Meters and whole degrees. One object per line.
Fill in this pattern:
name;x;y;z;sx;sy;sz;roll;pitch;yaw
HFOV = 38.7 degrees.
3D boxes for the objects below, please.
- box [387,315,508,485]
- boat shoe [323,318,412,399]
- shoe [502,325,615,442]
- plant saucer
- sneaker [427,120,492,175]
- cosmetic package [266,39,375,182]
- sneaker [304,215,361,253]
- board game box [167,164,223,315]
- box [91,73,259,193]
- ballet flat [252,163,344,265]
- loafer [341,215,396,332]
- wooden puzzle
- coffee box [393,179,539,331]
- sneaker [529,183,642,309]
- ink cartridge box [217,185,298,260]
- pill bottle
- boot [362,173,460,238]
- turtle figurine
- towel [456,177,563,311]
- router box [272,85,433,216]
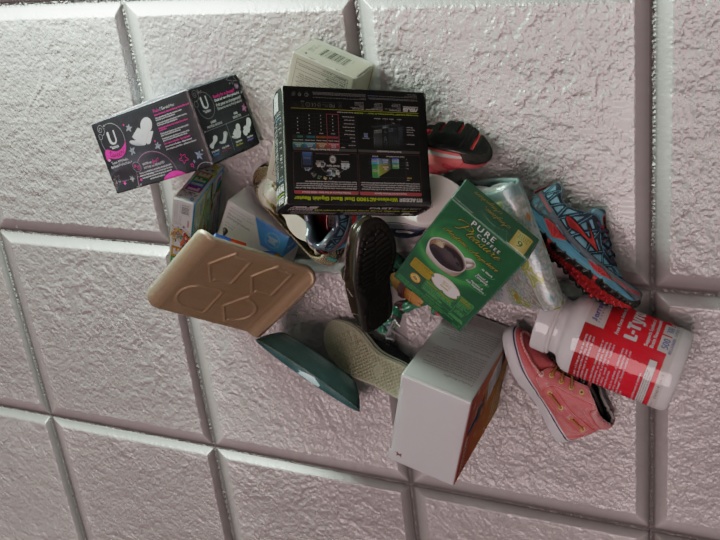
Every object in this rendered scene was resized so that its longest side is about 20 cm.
box;0.132;0.176;1.471;0.105;0.200;0.154;19;124;17
boat shoe;0.023;0.140;1.593;0.199;0.062;0.076;30;101;30
shoe;0.285;0.154;1.463;0.090;0.072;0.202;-22;109;33
plant saucer;-0.075;0.152;1.614;0.198;0.036;0.200;33;170;7
sneaker;0.095;-0.154;1.411;0.198;0.074;0.088;10;130;31
cosmetic package;-0.058;-0.209;1.449;0.102;0.073;0.202;26;125;13
sneaker;-0.043;-0.120;1.369;0.078;0.095;0.203;3;108;29
board game box;-0.260;-0.051;1.600;0.034;0.135;0.202;15;122;6
box;-0.275;-0.206;1.529;0.198;0.132;0.116;-10;105;32
ballet flat;-0.101;-0.088;1.508;0.068;0.075;0.200;-46;72;15
loafer;0.000;0.000;1.399;0.071;0.072;0.202;41;147;33
wooden puzzle;-0.194;0.015;1.536;0.198;0.047;0.185;21;135;-30
coffee box;0.131;-0.015;1.310;0.123;0.044;0.201;39;144;5
sneaker;0.299;-0.037;1.335;0.200;0.079;0.096;43;83;10
ink cartridge box;-0.172;-0.016;1.615;0.115;0.067;0.202;30;125;10
pill bottle;0.334;0.100;1.378;0.197;0.112;0.114;21;123;16
boot;0.084;-0.083;1.412;0.198;0.090;0.074;6;77;45
turtle figurine;0.064;0.023;1.491;0.199;0.100;0.151;36;120;23
towel;0.188;-0.037;1.363;0.173;0.048;0.200;64;165;-12
router box;-0.011;-0.149;1.305;0.062;0.197;0.153;152;117;-71
